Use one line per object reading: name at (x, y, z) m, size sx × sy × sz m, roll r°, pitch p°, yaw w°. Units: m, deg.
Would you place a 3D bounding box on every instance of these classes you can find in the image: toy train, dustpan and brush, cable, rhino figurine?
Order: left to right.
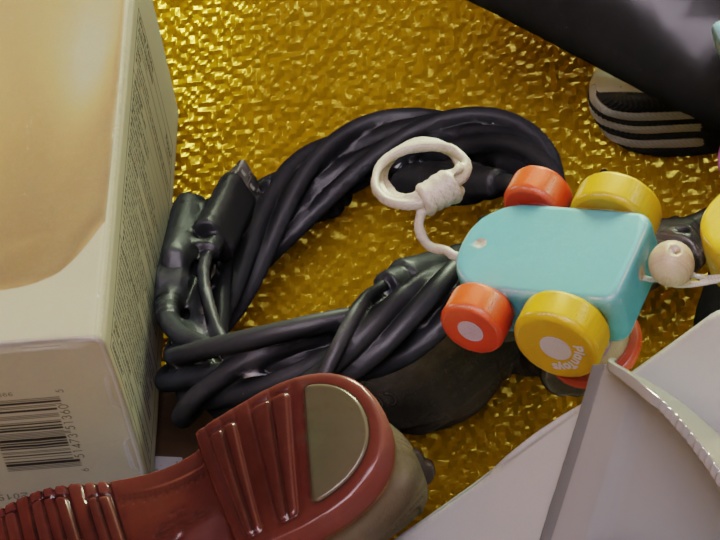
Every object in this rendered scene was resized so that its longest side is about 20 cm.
cable at (0.000, 0.000, 0.960) m, size 0.162 × 0.200 × 0.051 m, roll -12°, pitch 114°, yaw 8°
rhino figurine at (0.054, 0.018, 0.994) m, size 0.199 × 0.087 × 0.060 m, roll -30°, pitch 110°, yaw -7°
toy train at (0.111, -0.028, 0.880) m, size 0.199 × 0.056 × 0.150 m, roll -23°, pitch 40°, yaw 0°
dustpan and brush at (0.107, 0.124, 0.747) m, size 0.200 × 0.057 × 0.140 m, roll 28°, pitch 108°, yaw 39°

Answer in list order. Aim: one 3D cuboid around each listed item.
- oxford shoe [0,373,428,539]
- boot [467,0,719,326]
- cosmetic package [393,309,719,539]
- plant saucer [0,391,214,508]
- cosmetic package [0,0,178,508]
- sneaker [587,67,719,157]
oxford shoe at (-0.067, 0.107, 0.879) m, size 0.199 × 0.075 × 0.071 m, roll -24°, pitch 56°, yaw 13°
boot at (0.108, -0.072, 0.962) m, size 0.200 × 0.066 × 0.165 m, roll 35°, pitch 76°, yaw 15°
cosmetic package at (0.147, 0.136, 0.864) m, size 0.165 × 0.165 × 0.201 m, roll -38°, pitch 65°, yaw 34°
plant saucer at (-0.109, 0.108, 0.953) m, size 0.199 × 0.030 × 0.201 m, roll -6°, pitch 40°, yaw 5°
cosmetic package at (-0.115, -0.019, 0.978) m, size 0.071 × 0.105 × 0.201 m, roll -4°, pitch 49°, yaw 5°
sneaker at (0.191, -0.110, 1.030) m, size 0.199 × 0.076 × 0.116 m, roll 1°, pitch 67°, yaw 6°
